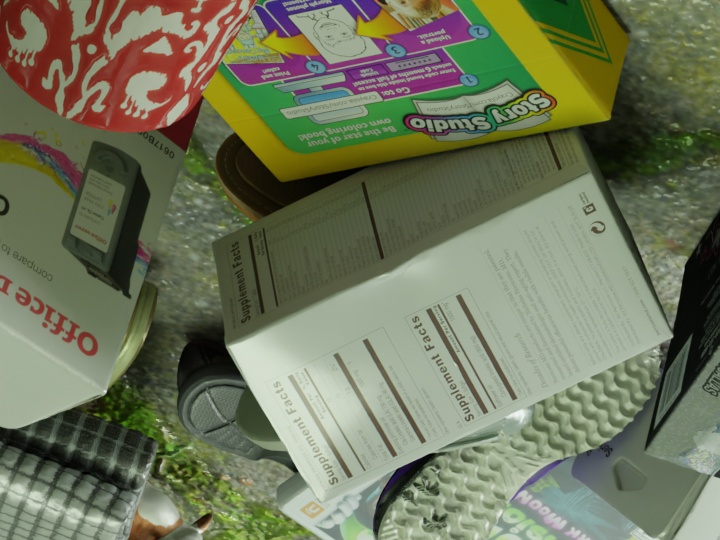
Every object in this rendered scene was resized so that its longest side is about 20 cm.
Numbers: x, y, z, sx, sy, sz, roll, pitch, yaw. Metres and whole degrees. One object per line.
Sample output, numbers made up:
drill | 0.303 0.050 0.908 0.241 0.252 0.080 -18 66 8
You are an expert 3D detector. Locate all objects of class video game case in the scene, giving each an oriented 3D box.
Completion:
video game case | 0.081 0.141 1.762 0.182 0.023 0.200 -37 125 26

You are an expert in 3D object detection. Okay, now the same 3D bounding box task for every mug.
mug | -0.091 -0.183 1.293 0.133 0.178 0.200 1 140 -28

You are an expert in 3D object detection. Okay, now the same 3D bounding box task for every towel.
towel | -0.216 0.134 1.758 0.165 0.086 0.200 20 151 -3

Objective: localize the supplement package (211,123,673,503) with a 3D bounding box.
supplement package | 0.038 0.010 1.464 0.200 0.114 0.110 -26 119 8

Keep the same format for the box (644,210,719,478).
box | 0.238 0.018 1.472 0.115 0.132 0.200 19 147 -3

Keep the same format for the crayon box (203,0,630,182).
crayon box | 0.003 -0.128 1.414 0.200 0.058 0.173 -9 142 32

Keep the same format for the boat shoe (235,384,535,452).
boat shoe | 0.013 0.078 1.600 0.201 0.070 0.071 -9 141 47

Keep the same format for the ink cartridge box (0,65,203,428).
ink cartridge box | -0.179 -0.043 1.481 0.148 0.200 0.086 35 142 -29

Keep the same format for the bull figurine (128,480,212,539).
bull figurine | -0.192 0.145 1.886 0.200 0.065 0.121 43 139 -20

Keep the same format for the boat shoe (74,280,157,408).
boat shoe | -0.199 0.041 1.737 0.063 0.073 0.200 31 151 -31

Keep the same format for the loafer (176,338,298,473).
loafer | -0.025 0.095 1.775 0.200 0.063 0.072 27 115 -26

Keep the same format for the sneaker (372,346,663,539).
sneaker | 0.081 0.091 1.656 0.070 0.200 0.100 50 178 -10

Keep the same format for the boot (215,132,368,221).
boot | 0.000 0.000 1.598 0.200 0.074 0.155 22 151 -6

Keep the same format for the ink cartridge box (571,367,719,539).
ink cartridge box | 0.240 0.143 1.646 0.200 0.084 0.146 30 -179 -23
